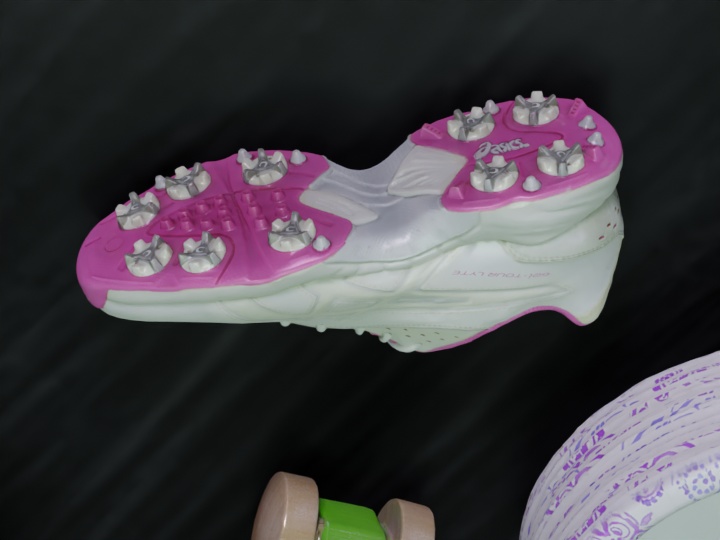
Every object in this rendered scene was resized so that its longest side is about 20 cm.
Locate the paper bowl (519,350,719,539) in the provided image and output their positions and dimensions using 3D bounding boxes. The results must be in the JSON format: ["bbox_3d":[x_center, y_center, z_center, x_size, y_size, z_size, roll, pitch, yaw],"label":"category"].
[{"bbox_3d":[0.160,0.111,1.073,0.201,0.104,0.201,-2,126,-2],"label":"paper bowl"}]

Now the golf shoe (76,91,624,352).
[{"bbox_3d":[0.000,0.000,1.003,0.200,0.075,0.092,-10,130,5],"label":"golf shoe"}]

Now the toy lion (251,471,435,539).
[{"bbox_3d":[-0.021,0.191,1.072,0.069,0.200,0.192,14,106,-15],"label":"toy lion"}]
